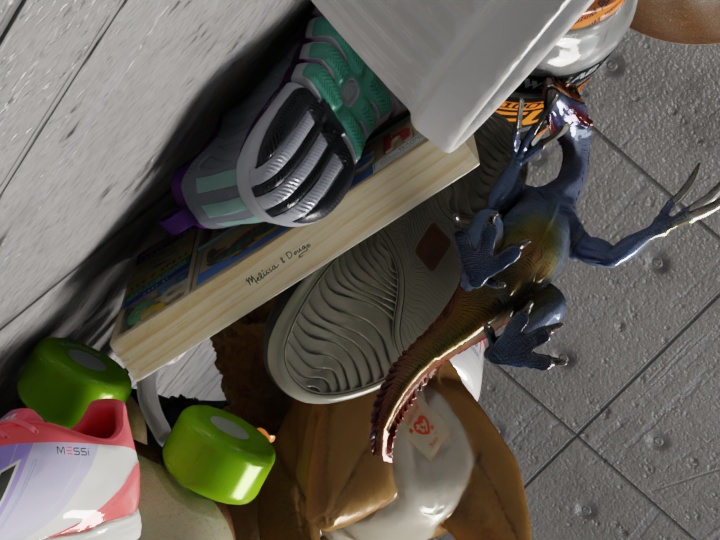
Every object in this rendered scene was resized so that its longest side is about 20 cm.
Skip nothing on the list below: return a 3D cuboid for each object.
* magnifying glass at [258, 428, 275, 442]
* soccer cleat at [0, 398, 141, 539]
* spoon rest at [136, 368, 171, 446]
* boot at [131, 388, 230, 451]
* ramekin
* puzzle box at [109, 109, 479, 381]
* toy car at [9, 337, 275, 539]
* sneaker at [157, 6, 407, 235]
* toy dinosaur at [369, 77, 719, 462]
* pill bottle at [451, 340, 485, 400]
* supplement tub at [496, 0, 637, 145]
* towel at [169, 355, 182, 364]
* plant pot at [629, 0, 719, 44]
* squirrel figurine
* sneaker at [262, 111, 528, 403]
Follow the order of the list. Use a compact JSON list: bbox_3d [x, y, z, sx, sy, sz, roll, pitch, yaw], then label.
[{"bbox_3d":[-0.076,0.111,1.178,0.200,0.080,0.022,-48,-163,-2],"label":"magnifying glass"},{"bbox_3d":[-0.172,0.098,0.890,0.200,0.068,0.073,1,90,-56],"label":"soccer cleat"},{"bbox_3d":[-0.056,0.025,1.201,0.200,0.061,0.099,-36,168,-10],"label":"spoon rest"},{"bbox_3d":[-0.126,0.134,1.230,0.200,0.168,0.077,-53,140,-55],"label":"boot"},{"bbox_3d":[0.061,-0.154,0.759,0.200,0.105,0.200,-48,179,-2],"label":"ramekin"},{"bbox_3d":[-0.032,-0.029,0.991,0.200,0.025,0.133,-32,-164,10],"label":"puzzle box"},{"bbox_3d":[-0.141,0.115,1.085,0.165,0.158,0.200,-62,-172,12],"label":"toy car"},{"bbox_3d":[-0.027,-0.089,0.958,0.087,0.075,0.200,-12,-153,37],"label":"sneaker"},{"bbox_3d":[0.074,-0.025,0.986,0.200,0.105,0.182,-32,-168,16],"label":"toy dinosaur"},{"bbox_3d":[0.032,0.001,1.326,0.112,0.112,0.200,129,-25,-49],"label":"pill bottle"},{"bbox_3d":[0.077,-0.141,1.095,0.123,0.122,0.200,-48,177,-23],"label":"supplement tub"},{"bbox_3d":[-0.057,-0.043,1.340,0.200,0.032,0.191,-48,177,-33],"label":"towel"},{"bbox_3d":[0.183,-0.238,1.151,0.187,0.187,0.200,-49,164,12],"label":"plant pot"},{"bbox_3d":[-0.022,0.102,1.106,0.187,0.141,0.201,-33,-126,46],"label":"squirrel figurine"},{"bbox_3d":[0.000,0.000,1.026,0.106,0.075,0.200,-13,-152,51],"label":"sneaker"}]
